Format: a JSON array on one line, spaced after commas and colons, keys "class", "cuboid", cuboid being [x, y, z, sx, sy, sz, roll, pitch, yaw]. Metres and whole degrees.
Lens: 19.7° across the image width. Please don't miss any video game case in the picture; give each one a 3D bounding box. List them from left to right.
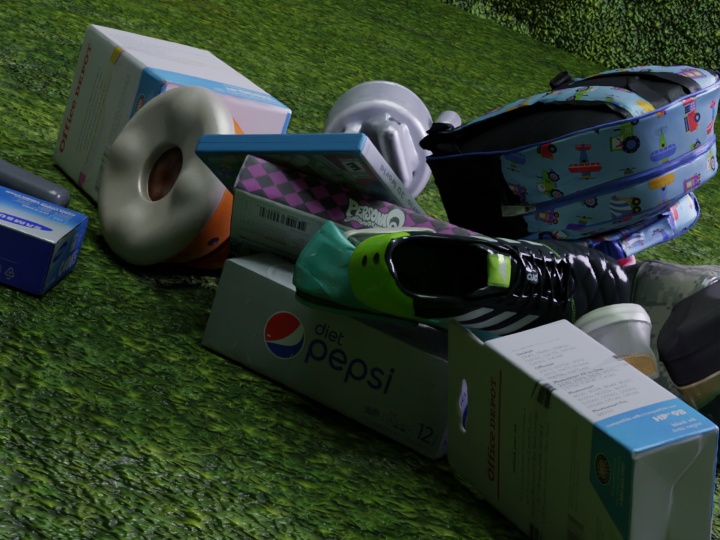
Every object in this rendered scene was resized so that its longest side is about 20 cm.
[{"class": "video game case", "cuboid": [-0.015, -0.037, 1.513, 0.142, 0.018, 0.200, 2, -31, 32]}, {"class": "video game case", "cuboid": [0.000, 0.000, 1.511, 0.198, 0.036, 0.182, 19, -25, 3]}]

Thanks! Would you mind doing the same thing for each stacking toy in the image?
[{"class": "stacking toy", "cuboid": [-0.095, -0.046, 1.641, 0.199, 0.147, 0.146, 27, 5, -41]}]

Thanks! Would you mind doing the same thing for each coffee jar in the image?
[{"class": "coffee jar", "cuboid": [0.270, 0.103, 1.354, 0.201, 0.085, 0.104, 59, 11, -5]}]

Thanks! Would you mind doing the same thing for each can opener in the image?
[{"class": "can opener", "cuboid": [-0.308, -0.077, 1.586, 0.199, 0.053, 0.066, 24, 14, 19]}]

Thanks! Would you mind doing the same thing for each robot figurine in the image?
[{"class": "robot figurine", "cuboid": [0.018, -0.124, 2.039, 0.168, 0.114, 0.200, -10, 13, 4]}]

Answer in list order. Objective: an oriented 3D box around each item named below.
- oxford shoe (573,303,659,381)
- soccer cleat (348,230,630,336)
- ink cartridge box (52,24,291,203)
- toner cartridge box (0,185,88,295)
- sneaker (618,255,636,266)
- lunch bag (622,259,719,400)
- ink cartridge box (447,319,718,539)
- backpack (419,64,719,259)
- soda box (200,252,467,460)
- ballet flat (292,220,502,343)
[{"class": "oxford shoe", "cuboid": [0.155, 0.087, 1.393, 0.075, 0.058, 0.200, -9, -24, -13]}, {"class": "soccer cleat", "cuboid": [0.091, 0.008, 1.332, 0.198, 0.068, 0.081, 5, -9, -19]}, {"class": "ink cartridge box", "cuboid": [-0.169, -0.120, 1.764, 0.124, 0.130, 0.200, 10, 17, -31]}, {"class": "toner cartridge box", "cuboid": [-0.304, -0.043, 1.484, 0.198, 0.044, 0.095, 19, 15, 2]}, {"class": "sneaker", "cuboid": [0.133, 0.003, 1.673, 0.198, 0.080, 0.096, -1, -26, -11]}, {"class": "lunch bag", "cuboid": [0.218, 0.059, 1.560, 0.167, 0.141, 0.199, 11, 5, 33]}, {"class": "ink cartridge box", "cuboid": [0.132, 0.109, 1.279, 0.066, 0.117, 0.200, -15, 30, -26]}, {"class": "backpack", "cuboid": [0.172, -0.073, 1.485, 0.182, 0.136, 0.199, -23, 9, -37]}, {"class": "soda box", "cuboid": [-0.008, 0.056, 1.432, 0.199, 0.069, 0.063, 24, 15, 24]}, {"class": "ballet flat", "cuboid": [0.054, 0.011, 1.389, 0.198, 0.071, 0.067, 16, 13, -16]}]
